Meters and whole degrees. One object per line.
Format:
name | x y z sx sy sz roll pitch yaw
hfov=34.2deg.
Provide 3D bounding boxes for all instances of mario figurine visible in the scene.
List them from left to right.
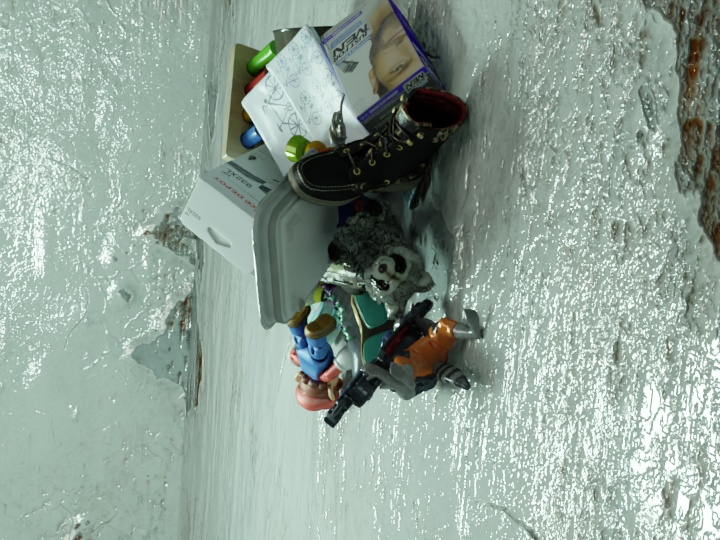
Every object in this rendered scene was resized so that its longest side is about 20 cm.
mario figurine | -0.060 0.130 1.817 0.124 0.105 0.202 -111 11 -46

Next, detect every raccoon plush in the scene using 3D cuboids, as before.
raccoon plush | 0.051 -0.017 1.470 0.134 0.199 0.097 48 118 13

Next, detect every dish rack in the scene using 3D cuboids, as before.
dish rack | -0.070 -0.039 1.432 0.200 0.043 0.174 -56 -31 -53

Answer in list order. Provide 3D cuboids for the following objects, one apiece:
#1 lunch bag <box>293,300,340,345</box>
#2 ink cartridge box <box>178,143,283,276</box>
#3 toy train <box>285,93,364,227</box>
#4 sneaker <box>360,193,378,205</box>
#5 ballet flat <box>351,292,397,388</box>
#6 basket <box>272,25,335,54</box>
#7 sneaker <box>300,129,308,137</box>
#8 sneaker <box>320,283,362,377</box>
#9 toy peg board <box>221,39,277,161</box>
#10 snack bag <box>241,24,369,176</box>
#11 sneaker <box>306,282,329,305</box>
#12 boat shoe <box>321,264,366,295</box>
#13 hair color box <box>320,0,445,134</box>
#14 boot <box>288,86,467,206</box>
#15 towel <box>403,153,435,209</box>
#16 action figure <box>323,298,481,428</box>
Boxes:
lunch bag | -0.064 0.028 1.875 0.201 0.076 0.162 116 152 -55
ink cartridge box | -0.149 -0.093 1.723 0.084 0.145 0.200 -58 -10 30
toy train | -0.056 -0.156 1.565 0.115 0.084 0.202 29 127 42
sneaker | -0.010 -0.097 1.727 0.109 0.070 0.200 -50 -13 2
ballet flat | 0.033 0.095 1.583 0.201 0.068 0.063 -101 -7 -46
basket | -0.051 -0.261 1.761 0.135 0.180 0.203 2 99 34
sneaker | -0.006 -0.212 1.641 0.199 0.079 0.079 -33 15 43
sneaker | -0.019 0.057 1.694 0.074 0.086 0.203 176 97 -74
toy peg board | -0.105 -0.257 1.858 0.098 0.198 0.202 -27 54 53
snack bag | -0.080 -0.211 1.629 0.199 0.021 0.190 -34 83 45
sneaker | -0.099 0.013 1.774 0.200 0.075 0.076 -122 45 -66
boat shoe | -0.001 0.000 1.597 0.199 0.071 0.067 16 121 43
hair color box | 0.026 -0.266 1.509 0.109 0.065 0.201 -36 44 13
boot | 0.024 -0.146 1.380 0.151 0.198 0.074 -46 59 49
towel | 0.067 -0.200 1.552 0.201 0.021 0.148 -105 24 -44
action figure | 0.055 0.126 1.367 0.200 0.104 0.194 -49 0 -14
